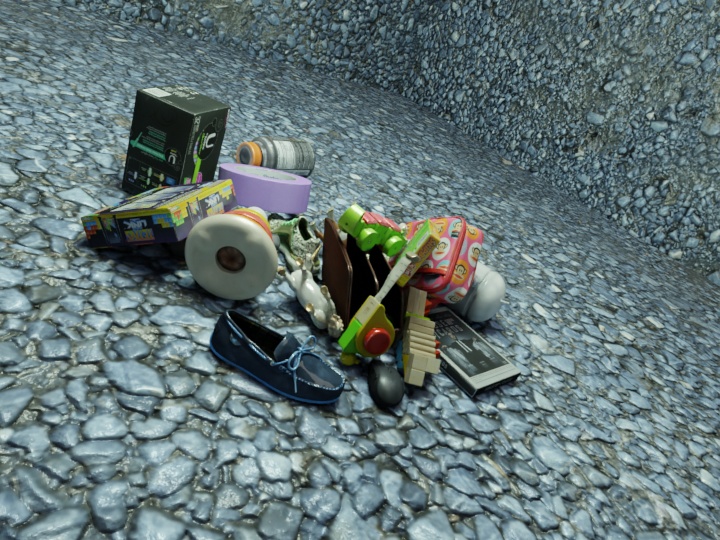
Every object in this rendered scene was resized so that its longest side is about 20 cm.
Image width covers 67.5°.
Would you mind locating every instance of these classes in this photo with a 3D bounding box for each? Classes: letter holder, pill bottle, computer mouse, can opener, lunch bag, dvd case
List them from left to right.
[{"bbox_3d":[-0.241,-0.041,0.969,0.199,0.053,0.067,7,62,-31],"label":"can opener"},{"bbox_3d":[-0.216,-0.285,1.368,0.106,0.107,0.199,39,30,29],"label":"pill bottle"},{"bbox_3d":[0.000,0.000,0.931,0.100,0.143,0.200,-5,31,-14],"label":"letter holder"},{"bbox_3d":[0.038,0.139,0.856,0.058,0.034,0.200,16,26,-13],"label":"computer mouse"},{"bbox_3d":[0.132,-0.008,1.034,0.082,0.177,0.199,26,-14,-30],"label":"lunch bag"},{"bbox_3d":[0.176,0.140,0.980,0.150,0.025,0.200,-5,38,-45],"label":"dvd case"}]

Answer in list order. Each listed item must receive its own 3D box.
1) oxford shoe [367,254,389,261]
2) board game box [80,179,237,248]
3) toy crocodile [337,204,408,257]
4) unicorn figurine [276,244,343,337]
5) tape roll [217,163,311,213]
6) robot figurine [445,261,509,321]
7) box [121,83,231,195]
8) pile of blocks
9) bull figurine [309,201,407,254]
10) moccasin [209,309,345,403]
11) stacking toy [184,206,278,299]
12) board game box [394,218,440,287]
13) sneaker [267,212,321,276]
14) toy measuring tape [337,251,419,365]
[{"bbox_3d":[0.051,-0.028,1.167,0.075,0.058,0.200,38,44,15],"label":"oxford shoe"},{"bbox_3d":[-0.325,-0.098,0.900,0.164,0.057,0.200,-2,21,17],"label":"board game box"},{"bbox_3d":[0.026,-0.071,0.926,0.068,0.062,0.199,45,19,30],"label":"toy crocodile"},{"bbox_3d":[-0.084,0.029,0.895,0.073,0.138,0.201,-20,68,1],"label":"unicorn figurine"},{"bbox_3d":[-0.208,-0.179,1.167,0.198,0.066,0.200,12,15,-3],"label":"tape roll"},{"bbox_3d":[0.215,0.030,1.118,0.199,0.113,0.170,33,-7,20],"label":"robot figurine"},{"bbox_3d":[-0.361,-0.242,1.058,0.123,0.201,0.149,24,26,4],"label":"box"},{"bbox_3d":[0.097,0.117,0.899,0.062,0.082,0.201,17,42,-14],"label":"pile of blocks"},{"bbox_3d":[-0.005,-0.073,1.069,0.122,0.199,0.065,53,45,-28],"label":"bull figurine"},{"bbox_3d":[-0.111,0.118,0.734,0.199,0.069,0.081,22,26,-3],"label":"moccasin"},{"bbox_3d":[-0.194,-0.059,0.900,0.145,0.147,0.200,20,30,-7],"label":"stacking toy"},{"bbox_3d":[0.096,-0.037,0.929,0.030,0.096,0.200,37,13,-5],"label":"board game box"},{"bbox_3d":[-0.124,-0.073,1.062,0.076,0.089,0.200,1,33,-38],"label":"sneaker"},{"bbox_3d":[0.039,0.067,0.829,0.073,0.201,0.074,36,3,-2],"label":"toy measuring tape"}]
